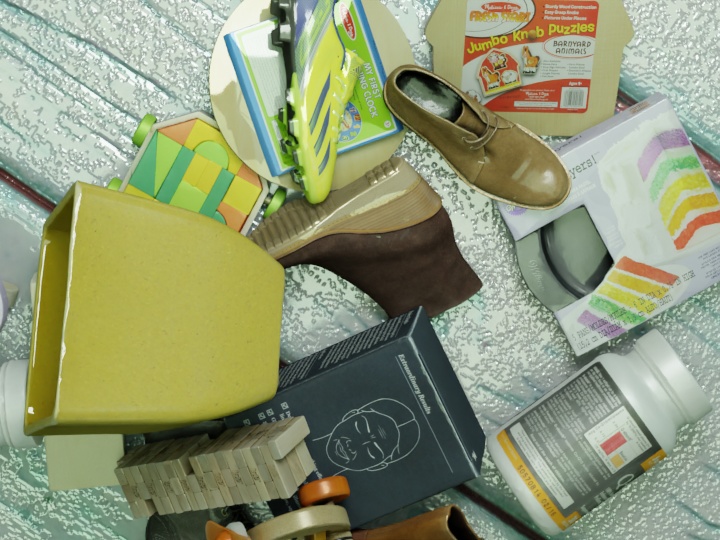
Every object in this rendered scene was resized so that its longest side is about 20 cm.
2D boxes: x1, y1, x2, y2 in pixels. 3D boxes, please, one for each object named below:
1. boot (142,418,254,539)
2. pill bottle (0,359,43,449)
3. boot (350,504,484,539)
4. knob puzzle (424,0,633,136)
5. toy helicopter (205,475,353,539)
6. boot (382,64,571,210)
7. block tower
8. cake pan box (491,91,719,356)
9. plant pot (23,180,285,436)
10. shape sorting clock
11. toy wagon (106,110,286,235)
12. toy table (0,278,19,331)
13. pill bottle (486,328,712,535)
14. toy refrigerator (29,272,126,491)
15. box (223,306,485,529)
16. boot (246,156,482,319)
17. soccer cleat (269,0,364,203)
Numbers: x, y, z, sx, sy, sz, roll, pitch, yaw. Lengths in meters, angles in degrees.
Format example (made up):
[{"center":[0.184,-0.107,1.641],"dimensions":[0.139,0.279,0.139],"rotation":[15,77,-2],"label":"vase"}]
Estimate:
[{"center":[-0.130,0.218,1.417],"dimensions":[0.198,0.069,0.176],"rotation":[7,99,5],"label":"boot"},{"center":[-0.405,0.135,1.382],"dimensions":[0.198,0.109,0.110],"rotation":[-5,100,0],"label":"pill bottle"},{"center":[0.068,0.295,1.378],"dimensions":[0.199,0.069,0.189],"rotation":[-20,117,37],"label":"boot"},{"center":[0.156,-0.226,1.359],"dimensions":[0.217,0.031,0.222],"rotation":[-2,115,-3],"label":"knob puzzle"},{"center":[-0.099,0.252,1.306],"dimensions":[0.199,0.132,0.080],"rotation":[-29,69,33],"label":"toy helicopter"},{"center":[0.106,-0.119,1.321],"dimensions":[0.199,0.075,0.074],"rotation":[33,89,-3],"label":"boot"},{"center":[-0.134,0.182,1.330],"dimensions":[0.198,0.054,0.058],"rotation":[-15,104,32],"label":"block tower"},{"center":[0.241,-0.042,1.387],"dimensions":[0.199,0.052,0.185],"rotation":[-27,100,7],"label":"cake pan box"},{"center":[-0.175,0.048,1.273],"dimensions":[0.198,0.194,0.198],"rotation":[6,79,-20],"label":"plant pot"},{"center":[-0.044,-0.175,1.363],"dimensions":[0.198,0.039,0.203],"rotation":[0,93,-8],"label":"shape sorting clock"},{"center":[-0.171,-0.048,1.390],"dimensions":[0.154,0.040,0.201],"rotation":[29,97,-5],"label":"toy wagon"},{"center":[-0.415,0.003,1.356],"dimensions":[0.199,0.117,0.185],"rotation":[33,98,-5],"label":"toy table"},{"center":[0.228,0.152,1.392],"dimensions":[0.199,0.116,0.117],"rotation":[-36,98,5],"label":"pill bottle"},{"center":[-0.269,0.102,1.401],"dimensions":[0.075,0.070,0.202],"rotation":[-5,100,-7],"label":"toy refrigerator"},{"center":[-0.002,0.149,1.376],"dimensions":[0.198,0.107,0.150],"rotation":[-24,99,14],"label":"box"},{"center":[0.000,0.000,1.375],"dimensions":[0.198,0.073,0.167],"rotation":[-26,121,10],"label":"boot"},{"center":[-0.033,-0.163,1.314],"dimensions":[0.083,0.065,0.203],"rotation":[-6,95,-15],"label":"soccer cleat"}]
